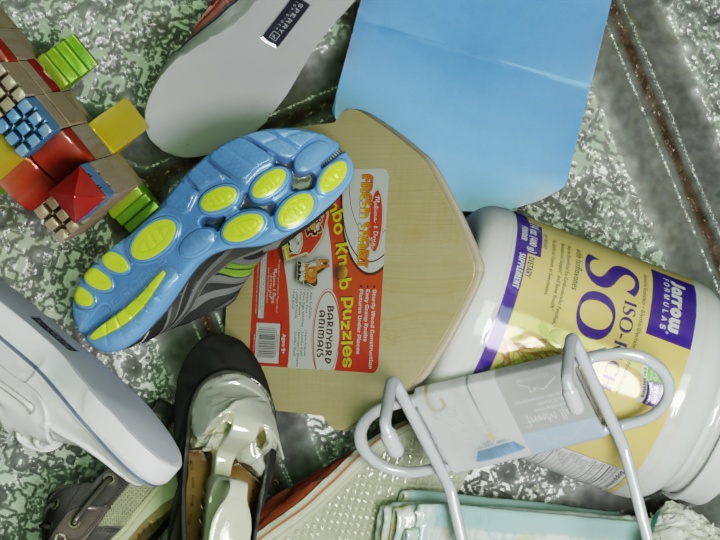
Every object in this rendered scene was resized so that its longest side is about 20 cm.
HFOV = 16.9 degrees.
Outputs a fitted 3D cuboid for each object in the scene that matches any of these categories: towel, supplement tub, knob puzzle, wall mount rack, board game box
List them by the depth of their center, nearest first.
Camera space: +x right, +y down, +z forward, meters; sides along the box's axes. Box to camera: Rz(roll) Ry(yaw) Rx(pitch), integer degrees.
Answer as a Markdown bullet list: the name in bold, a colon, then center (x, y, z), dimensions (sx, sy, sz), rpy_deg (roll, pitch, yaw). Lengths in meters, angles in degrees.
- **wall mount rack**: center (0.098, 0.125, 1.435), dimensions (0.200, 0.075, 0.174), rpy_deg (-15, 125, 19)
- **knob puzzle**: center (0.000, 0.000, 1.492), dimensions (0.030, 0.219, 0.220), rpy_deg (6, 88, -49)
- **supplement tub**: center (0.141, 0.057, 1.515), dimensions (0.200, 0.145, 0.146), rpy_deg (20, 86, -8)
- **towel**: center (0.094, 0.232, 1.539), dimensions (0.200, 0.048, 0.172), rpy_deg (8, 91, -24)
- **board game box**: center (0.070, -0.135, 1.563), dimensions (0.158, 0.039, 0.200), rpy_deg (15, 82, -4)

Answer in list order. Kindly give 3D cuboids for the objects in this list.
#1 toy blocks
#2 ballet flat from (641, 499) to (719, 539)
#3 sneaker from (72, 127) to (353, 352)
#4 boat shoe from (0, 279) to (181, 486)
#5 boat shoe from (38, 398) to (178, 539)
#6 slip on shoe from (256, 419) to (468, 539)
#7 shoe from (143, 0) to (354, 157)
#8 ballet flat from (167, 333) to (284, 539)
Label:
- **toy blocks**: center (-0.208, -0.091, 1.455), dimensions (0.100, 0.137, 0.200), rpy_deg (-39, 91, 8)
- **ballet flat**: center (0.256, 0.212, 1.567), dimensions (0.200, 0.072, 0.072), rpy_deg (40, 83, -27)
- **sneaker**: center (-0.091, -0.021, 1.497), dimensions (0.200, 0.083, 0.071), rpy_deg (-37, 80, 12)
- **boat shoe**: center (-0.191, 0.077, 1.477), dimensions (0.200, 0.074, 0.065), rpy_deg (40, 98, 28)
- **boat shoe**: center (-0.166, 0.159, 1.489), dimensions (0.066, 0.072, 0.201), rpy_deg (40, 61, 9)
- **slip on shoe**: center (-0.015, 0.150, 1.531), dimensions (0.200, 0.061, 0.074), rpy_deg (-33, 118, -20)
- **shoe**: center (-0.062, -0.162, 1.527), dimensions (0.071, 0.091, 0.200), rpy_deg (35, 113, -20)
- **ballet flat**: center (-0.078, 0.124, 1.461), dimensions (0.068, 0.068, 0.200), rpy_deg (13, 64, -21)
